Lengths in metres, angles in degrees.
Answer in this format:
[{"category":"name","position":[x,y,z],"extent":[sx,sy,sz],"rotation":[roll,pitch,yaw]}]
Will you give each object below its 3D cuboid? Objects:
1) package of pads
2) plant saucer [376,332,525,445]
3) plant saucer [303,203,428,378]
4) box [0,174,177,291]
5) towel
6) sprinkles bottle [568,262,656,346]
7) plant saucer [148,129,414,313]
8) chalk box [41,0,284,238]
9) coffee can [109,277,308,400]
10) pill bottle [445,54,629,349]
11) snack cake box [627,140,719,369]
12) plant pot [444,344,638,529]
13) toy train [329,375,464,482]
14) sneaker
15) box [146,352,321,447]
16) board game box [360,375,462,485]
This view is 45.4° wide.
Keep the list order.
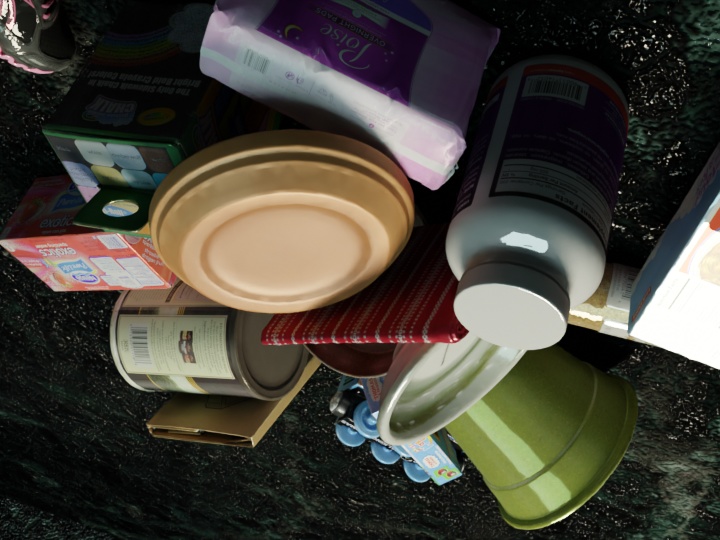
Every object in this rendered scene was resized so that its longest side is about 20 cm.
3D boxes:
[{"category":"package of pads","position":[-0.005,-0.155,0.612],"extent":[0.197,0.122,0.076],"rotation":[25,148,-8]},{"category":"plant saucer","position":[0.082,0.067,0.756],"extent":[0.050,0.198,0.202],"rotation":[47,159,28]},{"category":"plant saucer","position":[0.000,0.000,0.827],"extent":[0.198,0.205,0.034],"rotation":[-9,-179,39]},{"category":"box","position":[-0.292,-0.044,0.967],"extent":[0.197,0.096,0.103],"rotation":[-2,142,33]},{"category":"towel","position":[0.024,0.012,0.711],"extent":[0.197,0.145,0.023],"rotation":[-5,125,38]},{"category":"sprinkles bottle","position":[0.274,0.036,0.790],"extent":[0.196,0.069,0.069],"rotation":[15,148,11]},{"category":"plant saucer","position":[-0.055,-0.023,0.632],"extent":[0.196,0.038,0.201],"rotation":[-6,148,-4]},{"category":"chalk box","position":[-0.159,-0.104,0.699],"extent":[0.122,0.203,0.125],"rotation":[9,147,18]},{"category":"coffee can","position":[-0.179,0.075,1.033],"extent":[0.197,0.148,0.147],"rotation":[-1,143,32]},{"category":"pill bottle","position":[0.126,-0.050,0.618],"extent":[0.110,0.203,0.113],"rotation":[14,149,9]},{"category":"snack cake box","position":[0.297,-0.017,0.655],"extent":[0.113,0.068,0.202],"rotation":[21,134,4]},{"category":"plant pot","position":[0.156,0.131,0.914],"extent":[0.190,0.201,0.199],"rotation":[42,144,-12]},{"category":"toy train","position":[0.055,0.186,1.096],"extent":[0.198,0.116,0.087],"rotation":[30,151,-14]},{"category":"sneaker","position":[-0.273,-0.243,0.690],"extent":[0.093,0.080,0.201],"rotation":[-4,143,15]},{"category":"box","position":[-0.147,0.144,1.077],"extent":[0.161,0.200,0.022],"rotation":[-2,118,30]},{"category":"board game box","position":[0.044,0.129,0.947],"extent":[0.036,0.153,0.201],"rotation":[-26,139,8]}]
